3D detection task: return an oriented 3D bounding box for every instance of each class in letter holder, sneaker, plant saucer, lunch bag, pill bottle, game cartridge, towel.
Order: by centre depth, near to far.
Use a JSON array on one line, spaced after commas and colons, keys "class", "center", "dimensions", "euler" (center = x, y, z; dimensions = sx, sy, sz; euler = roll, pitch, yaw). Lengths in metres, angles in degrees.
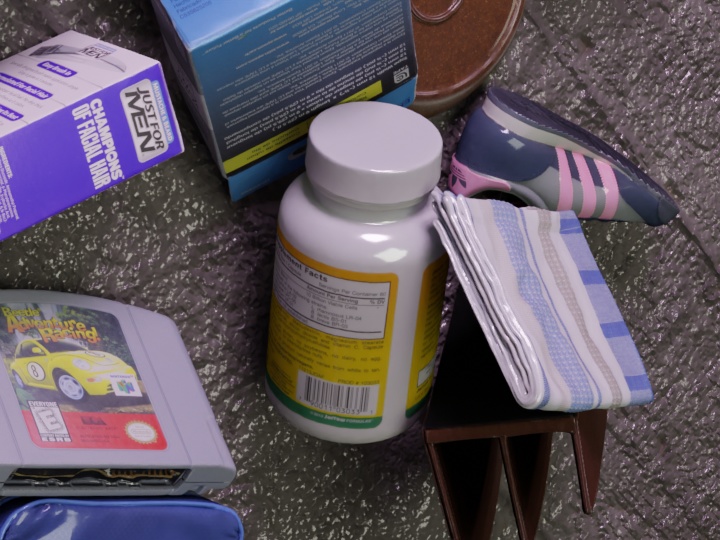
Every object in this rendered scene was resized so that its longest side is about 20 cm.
[{"class": "game cartridge", "center": [-0.177, 0.072, 1.302], "dimensions": [0.199, 0.133, 0.041], "euler": [4, 134, -41]}, {"class": "lunch bag", "center": [-0.167, 0.190, 1.342], "dimensions": [0.199, 0.132, 0.136], "euler": [4, 102, -37]}, {"class": "towel", "center": [0.119, 0.020, 1.379], "dimensions": [0.200, 0.024, 0.147], "euler": [6, 58, -61]}, {"class": "pill bottle", "center": [0.000, 0.000, 1.391], "dimensions": [0.112, 0.113, 0.201], "euler": [-18, 131, -31]}, {"class": "plant saucer", "center": [0.042, -0.192, 1.442], "dimensions": [0.200, 0.034, 0.201], "euler": [-12, 111, -35]}, {"class": "letter holder", "center": [0.116, 0.109, 1.480], "dimensions": [0.200, 0.100, 0.143], "euler": [-71, 151, -60]}, {"class": "sneaker", "center": [0.140, -0.060, 1.546], "dimensions": [0.200, 0.070, 0.082], "euler": [24, 106, -36]}]

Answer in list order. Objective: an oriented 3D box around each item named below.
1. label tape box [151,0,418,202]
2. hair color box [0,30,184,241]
[{"class": "label tape box", "center": [-0.043, -0.139, 1.339], "dimensions": [0.143, 0.066, 0.200], "euler": [-29, 158, -8]}, {"class": "hair color box", "center": [-0.214, -0.064, 1.242], "dimensions": [0.200, 0.109, 0.065], "euler": [-30, 120, -26]}]
